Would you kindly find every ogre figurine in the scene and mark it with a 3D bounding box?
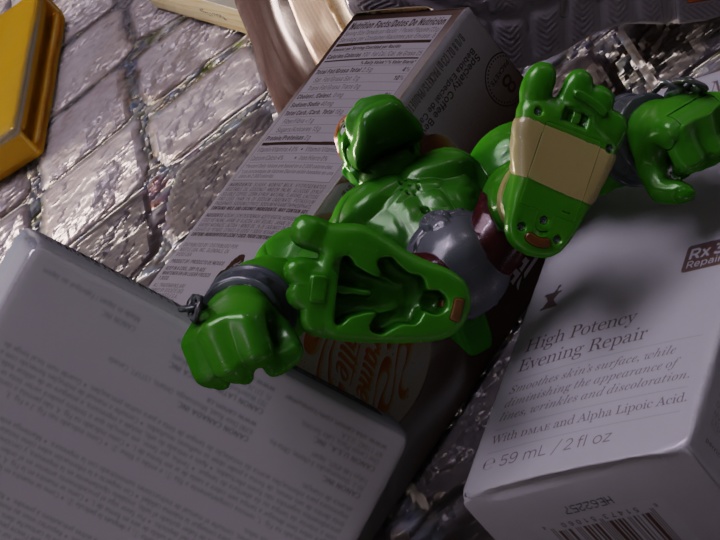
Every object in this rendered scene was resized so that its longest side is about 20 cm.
[{"bbox_3d":[0.025,-0.014,0.829,0.200,0.098,0.120,-45,9,-8],"label":"ogre figurine"}]

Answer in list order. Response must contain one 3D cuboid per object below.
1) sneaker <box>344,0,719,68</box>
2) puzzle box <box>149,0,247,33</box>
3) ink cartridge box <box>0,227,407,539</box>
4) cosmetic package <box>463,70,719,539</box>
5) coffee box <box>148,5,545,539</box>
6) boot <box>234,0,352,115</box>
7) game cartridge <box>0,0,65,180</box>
[{"bbox_3d":[0.083,-0.153,1.057,0.199,0.078,0.112,-5,35,-9],"label":"sneaker"},{"bbox_3d":[-0.047,-0.200,1.384,0.133,0.025,0.200,-47,29,-10],"label":"puzzle box"},{"bbox_3d":[-0.099,0.109,0.855,0.201,0.160,0.047,-61,17,2],"label":"ink cartridge box"},{"bbox_3d":[0.119,0.017,0.847,0.101,0.074,0.200,-17,38,38],"label":"cosmetic package"},{"bbox_3d":[0.000,0.000,0.970,0.080,0.114,0.200,4,51,52],"label":"coffee box"},{"bbox_3d":[-0.043,-0.165,1.126,0.072,0.201,0.166,-24,-3,-22],"label":"boot"},{"bbox_3d":[-0.280,-0.079,1.500,0.200,0.032,0.177,-32,30,21],"label":"game cartridge"}]
